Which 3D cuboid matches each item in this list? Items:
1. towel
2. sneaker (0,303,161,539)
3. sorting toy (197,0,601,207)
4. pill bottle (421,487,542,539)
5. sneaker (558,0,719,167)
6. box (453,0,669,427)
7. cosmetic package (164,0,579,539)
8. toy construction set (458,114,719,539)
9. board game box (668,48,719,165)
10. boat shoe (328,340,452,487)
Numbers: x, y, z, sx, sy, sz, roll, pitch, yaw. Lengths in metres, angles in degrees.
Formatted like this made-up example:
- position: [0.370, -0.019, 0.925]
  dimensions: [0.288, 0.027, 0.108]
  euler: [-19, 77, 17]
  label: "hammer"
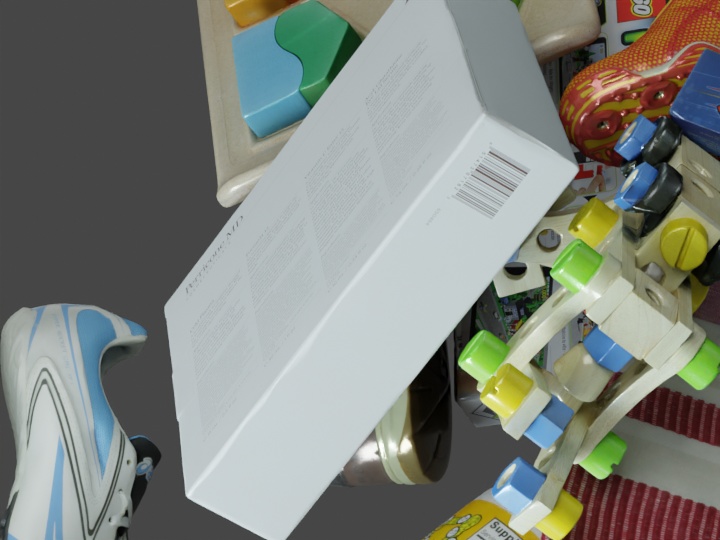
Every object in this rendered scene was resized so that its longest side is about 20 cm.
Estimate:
- position: [0.153, 0.081, 1.195]
  dimensions: [0.144, 0.023, 0.200]
  euler: [18, 49, 1]
  label: "towel"
- position: [-0.124, 0.110, 1.312]
  dimensions: [0.072, 0.072, 0.200]
  euler: [0, 72, -4]
  label: "sneaker"
- position: [0.008, -0.132, 1.342]
  dimensions: [0.185, 0.036, 0.200]
  euler: [-24, 41, 16]
  label: "sorting toy"
- position: [0.048, 0.155, 1.203]
  dimensions: [0.200, 0.104, 0.104]
  euler: [-35, 60, -18]
  label: "pill bottle"
- position: [0.161, -0.102, 1.293]
  dimensions: [0.200, 0.073, 0.077]
  euler: [-25, 57, -26]
  label: "sneaker"
- position: [0.095, -0.035, 1.321]
  dimensions: [0.110, 0.035, 0.200]
  euler: [-7, 65, 15]
  label: "box"
- position: [-0.001, -0.011, 1.201]
  dimensions: [0.200, 0.052, 0.151]
  euler: [-52, 25, 20]
  label: "cosmetic package"
- position: [0.089, 0.007, 1.175]
  dimensions: [0.131, 0.092, 0.200]
  euler: [-51, 22, 19]
  label: "toy construction set"
- position: [0.229, -0.013, 1.211]
  dimensions: [0.200, 0.135, 0.034]
  euler: [24, 75, 25]
  label: "board game box"
- position: [0.000, 0.000, 1.314]
  dimensions: [0.065, 0.073, 0.200]
  euler: [-9, 61, 14]
  label: "boat shoe"
